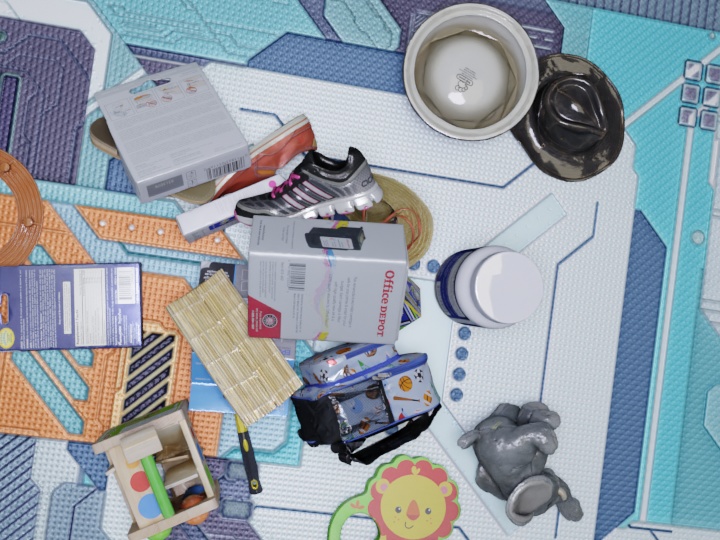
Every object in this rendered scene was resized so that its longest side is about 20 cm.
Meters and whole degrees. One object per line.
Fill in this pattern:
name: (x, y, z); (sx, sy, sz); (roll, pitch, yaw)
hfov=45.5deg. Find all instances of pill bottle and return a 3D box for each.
pill bottle: (0.179, 0.024, 1.209); (0.115, 0.200, 0.117); (0, 89, -9)

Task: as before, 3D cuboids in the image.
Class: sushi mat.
sushi mat: (-0.170, 0.103, 1.154); (0.095, 0.012, 0.201); (-33, 81, -19)

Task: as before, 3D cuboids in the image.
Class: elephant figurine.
elephant figurine: (0.239, 0.306, 1.258); (0.154, 0.141, 0.202); (-2, 107, 20)

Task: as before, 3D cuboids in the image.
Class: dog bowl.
dog bowl: (0.158, -0.284, 1.266); (0.198, 0.074, 0.202); (0, 88, -2)

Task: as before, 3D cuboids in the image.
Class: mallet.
mallet: (-0.181, 0.226, 1.238); (0.065, 0.041, 0.202); (-6, 94, -10)

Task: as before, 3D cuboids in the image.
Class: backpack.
backpack: (0.010, 0.170, 1.199); (0.189, 0.200, 0.155); (-9, 91, -21)

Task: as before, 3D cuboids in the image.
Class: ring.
ring: (-0.546, -0.079, 1.197); (0.199, 0.019, 0.202); (0, 90, -9)

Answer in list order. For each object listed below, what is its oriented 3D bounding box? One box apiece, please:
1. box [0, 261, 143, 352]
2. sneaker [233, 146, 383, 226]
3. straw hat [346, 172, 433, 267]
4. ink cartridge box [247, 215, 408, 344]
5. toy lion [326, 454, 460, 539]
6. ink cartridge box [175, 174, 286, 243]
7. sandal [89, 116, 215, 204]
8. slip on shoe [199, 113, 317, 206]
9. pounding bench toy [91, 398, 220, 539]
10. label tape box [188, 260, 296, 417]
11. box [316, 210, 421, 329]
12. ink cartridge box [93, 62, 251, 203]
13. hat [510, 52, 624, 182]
box: (-0.408, 0.051, 1.207); (0.198, 0.032, 0.122); (-1, 89, -10)
sneaker: (-0.074, -0.113, 1.127); (0.198, 0.074, 0.088); (-11, 111, 7)
straw hat: (0.008, -0.086, 1.239); (0.199, 0.085, 0.202); (4, 130, 5)
ink cartridge box: (-0.045, 0.015, 1.118); (0.198, 0.083, 0.147); (3, 129, -4)
toy lion: (0.049, 0.369, 1.259); (0.198, 0.069, 0.193); (-2, 82, -8)
ink cartridge box: (-0.160, -0.093, 1.214); (0.199, 0.095, 0.037); (-21, 88, -8)
sandal: (-0.291, -0.139, 1.218); (0.211, 0.070, 0.078); (31, 53, 12)
slip on shoe: (-0.146, -0.147, 1.232); (0.199, 0.074, 0.061); (-36, 102, -10)
pounding bench toy: (-0.266, 0.277, 1.140); (0.123, 0.200, 0.157); (-21, 91, -8)
label tape box: (-0.160, 0.095, 1.199); (0.143, 0.063, 0.202); (5, 70, -8)
box: (0.000, 0.000, 1.208); (0.064, 0.070, 0.200); (-35, 118, 25)
ink cartridge box: (-0.263, -0.195, 1.191); (0.159, 0.047, 0.200); (-22, 55, -17)
hat: (0.326, -0.238, 1.294); (0.199, 0.081, 0.202); (0, 89, -9)
